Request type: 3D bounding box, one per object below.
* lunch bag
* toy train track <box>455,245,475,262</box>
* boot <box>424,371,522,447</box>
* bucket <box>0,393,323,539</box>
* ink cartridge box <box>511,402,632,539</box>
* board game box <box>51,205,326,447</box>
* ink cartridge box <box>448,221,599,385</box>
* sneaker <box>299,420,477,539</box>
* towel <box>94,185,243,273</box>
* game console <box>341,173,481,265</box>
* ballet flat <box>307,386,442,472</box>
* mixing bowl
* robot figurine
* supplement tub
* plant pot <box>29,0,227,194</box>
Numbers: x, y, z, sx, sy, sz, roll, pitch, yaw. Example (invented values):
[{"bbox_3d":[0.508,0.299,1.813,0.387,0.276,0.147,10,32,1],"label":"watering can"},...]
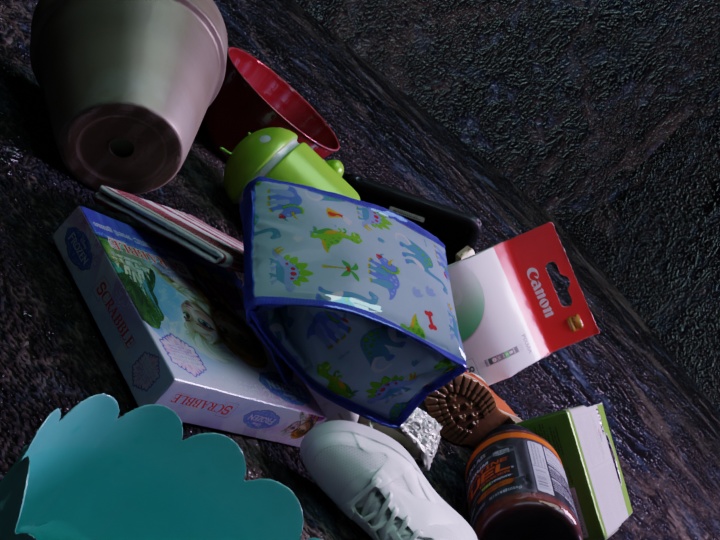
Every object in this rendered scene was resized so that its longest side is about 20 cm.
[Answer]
[{"bbox_3d":[-0.020,0.019,0.966,0.200,0.127,0.170,31,31,-29],"label":"lunch bag"},{"bbox_3d":[0.148,0.050,1.493,0.033,0.115,0.200,36,-32,32],"label":"toy train track"},{"bbox_3d":[0.121,0.153,1.307,0.200,0.075,0.107,41,9,-45],"label":"boot"},{"bbox_3d":[-0.105,0.174,0.504,0.207,0.135,0.207,40,16,-13],"label":"bucket"},{"bbox_3d":[0.254,0.239,1.299,0.200,0.076,0.148,9,64,-67],"label":"ink cartridge box"},{"bbox_3d":[-0.142,0.050,0.929,0.200,0.041,0.200,24,25,-54],"label":"board game box"},{"bbox_3d":[0.182,0.050,1.397,0.161,0.199,0.050,66,12,-2],"label":"ink cartridge box"},{"bbox_3d":[0.034,0.211,0.900,0.200,0.074,0.116,41,12,-17],"label":"sneaker"},{"bbox_3d":[-0.148,-0.027,1.031,0.144,0.023,0.200,27,2,17],"label":"towel"},{"bbox_3d":[0.062,-0.065,1.527,0.199,0.176,0.117,19,43,3],"label":"game console"},{"bbox_3d":[0.005,0.137,1.050,0.200,0.072,0.072,34,18,-30],"label":"ballet flat"},{"bbox_3d":[-0.137,-0.195,1.485,0.200,0.108,0.200,41,15,-13],"label":"mixing bowl"},{"bbox_3d":[-0.081,-0.088,1.325,0.200,0.116,0.175,44,27,0],"label":"robot figurine"},{"bbox_3d":[0.160,0.232,1.117,0.107,0.107,0.200,41,14,-10],"label":"supplement tub"},{"bbox_3d":[-0.231,-0.175,1.079,0.200,0.200,0.174,33,35,-35],"label":"plant pot"}]
